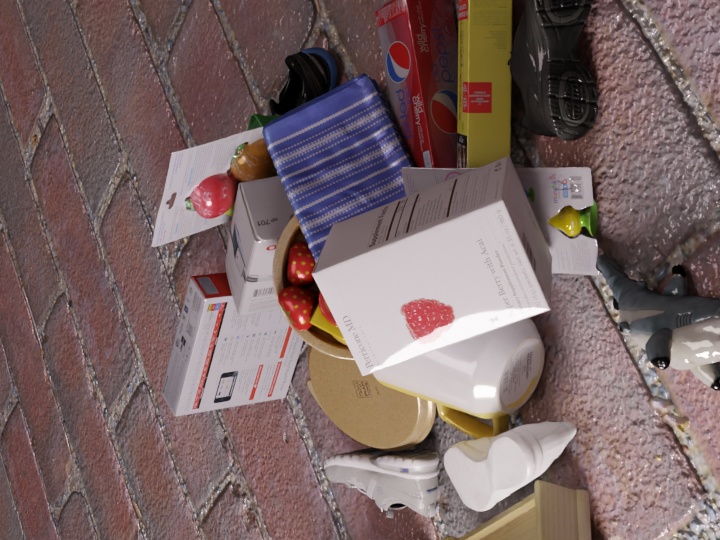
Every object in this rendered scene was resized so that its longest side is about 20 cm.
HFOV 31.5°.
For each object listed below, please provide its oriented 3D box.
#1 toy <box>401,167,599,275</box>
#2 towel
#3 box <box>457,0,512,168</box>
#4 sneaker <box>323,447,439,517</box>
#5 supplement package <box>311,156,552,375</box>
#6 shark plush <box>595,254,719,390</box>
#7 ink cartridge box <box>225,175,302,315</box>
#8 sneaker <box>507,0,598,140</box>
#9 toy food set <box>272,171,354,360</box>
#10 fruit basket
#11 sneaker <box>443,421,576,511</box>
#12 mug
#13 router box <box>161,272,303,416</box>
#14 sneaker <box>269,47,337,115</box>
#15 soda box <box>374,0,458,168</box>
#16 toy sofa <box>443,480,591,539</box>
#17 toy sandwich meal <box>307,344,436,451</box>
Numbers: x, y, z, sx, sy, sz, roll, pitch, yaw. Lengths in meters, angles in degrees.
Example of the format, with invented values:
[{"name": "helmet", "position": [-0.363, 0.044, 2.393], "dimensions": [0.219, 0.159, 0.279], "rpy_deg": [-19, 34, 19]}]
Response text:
[{"name": "toy", "position": [0.147, -0.058, 1.299], "dimensions": [0.197, 0.047, 0.117], "rpy_deg": [4, 119, 27]}, {"name": "towel", "position": [-0.014, -0.108, 1.401], "dimensions": [0.024, 0.143, 0.202], "rpy_deg": [60, -175, -67]}, {"name": "box", "position": [0.129, -0.190, 1.339], "dimensions": [0.075, 0.049, 0.204], "rpy_deg": [-111, 21, -80]}, {"name": "sneaker", "position": [0.021, 0.263, 1.565], "dimensions": [0.199, 0.074, 0.084], "rpy_deg": [-7, 88, 55]}, {"name": "supplement package", "position": [0.073, -0.004, 1.231], "dimensions": [0.197, 0.120, 0.122], "rpy_deg": [-21, 110, 18]}, {"name": "shark plush", "position": [0.289, 0.036, 1.182], "dimensions": [0.084, 0.090, 0.200], "rpy_deg": [-63, 21, 11]}, {"name": "ink cartridge box", "position": [-0.081, -0.035, 1.562], "dimensions": [0.201, 0.144, 0.087], "rpy_deg": [110, 145, -59]}, {"name": "sneaker", "position": [0.180, -0.229, 1.265], "dimensions": [0.090, 0.075, 0.204], "rpy_deg": [5, 96, 62]}, {"name": "toy food set", "position": [0.000, 0.000, 1.430], "dimensions": [0.202, 0.196, 0.049], "rpy_deg": [-64, 2, -12]}, {"name": "fruit basket", "position": [-0.158, -0.116, 1.555], "dimensions": [0.095, 0.197, 0.186], "rpy_deg": [61, 151, 25]}, {"name": "sneaker", "position": [0.160, 0.199, 1.346], "dimensions": [0.076, 0.088, 0.200], "rpy_deg": [65, 154, 5]}, {"name": "mug", "position": [0.120, 0.089, 1.368], "dimensions": [0.152, 0.186, 0.151], "rpy_deg": [24, 82, 37]}, {"name": "router box", "position": [-0.162, 0.095, 1.718], "dimensions": [0.049, 0.177, 0.202], "rpy_deg": [49, 132, 40]}, {"name": "sneaker", "position": [-0.084, -0.189, 1.646], "dimensions": [0.071, 0.082, 0.203], "rpy_deg": [37, 126, 46]}, {"name": "soda box", "position": [0.074, -0.203, 1.422], "dimensions": [0.063, 0.069, 0.204], "rpy_deg": [-14, 84, 56]}, {"name": "toy sofa", "position": [0.175, 0.302, 1.356], "dimensions": [0.200, 0.096, 0.084], "rpy_deg": [-46, 34, 49]}, {"name": "toy sandwich meal", "position": [0.019, 0.129, 1.529], "dimensions": [0.203, 0.070, 0.208], "rpy_deg": [19, 124, 29]}]
